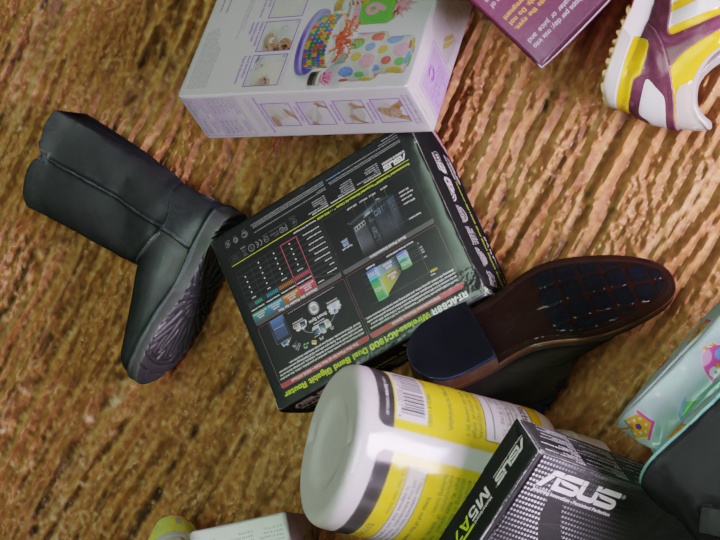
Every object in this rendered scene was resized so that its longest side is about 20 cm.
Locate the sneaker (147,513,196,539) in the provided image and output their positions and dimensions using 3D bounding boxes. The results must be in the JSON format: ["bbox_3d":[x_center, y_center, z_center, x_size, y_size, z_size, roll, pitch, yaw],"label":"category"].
[{"bbox_3d":[-0.155,0.286,1.361,0.078,0.090,0.201,10,110,-13],"label":"sneaker"}]

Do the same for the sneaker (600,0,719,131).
[{"bbox_3d":[0.242,-0.198,1.199,0.090,0.075,0.201,21,101,18],"label":"sneaker"}]

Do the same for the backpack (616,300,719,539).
[{"bbox_3d":[0.273,0.091,1.084,0.176,0.200,0.153,-52,60,19],"label":"backpack"}]

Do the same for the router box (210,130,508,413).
[{"bbox_3d":[0.000,0.000,1.305,0.200,0.062,0.150,-30,72,22],"label":"router box"}]

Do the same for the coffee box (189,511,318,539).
[{"bbox_3d":[-0.062,0.288,1.274,0.079,0.114,0.201,-13,78,8],"label":"coffee box"}]

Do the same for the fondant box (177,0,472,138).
[{"bbox_3d":[-0.025,-0.175,1.302,0.199,0.058,0.145,0,55,28],"label":"fondant box"}]

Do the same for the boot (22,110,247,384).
[{"bbox_3d":[-0.210,-0.023,1.411,0.200,0.066,0.165,31,91,23],"label":"boot"}]

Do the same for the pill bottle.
[{"bbox_3d":[0.069,0.142,1.176,0.199,0.114,0.115,16,90,-18],"label":"pill bottle"}]

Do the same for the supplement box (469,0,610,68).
[{"bbox_3d":[0.093,-0.257,1.197,0.200,0.131,0.103,42,109,-7],"label":"supplement box"}]

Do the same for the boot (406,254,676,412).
[{"bbox_3d":[0.132,0.053,1.238,0.199,0.097,0.075,-17,56,-3],"label":"boot"}]

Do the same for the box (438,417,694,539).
[{"bbox_3d":[0.139,0.212,1.139,0.194,0.199,0.048,-57,29,18],"label":"box"}]
